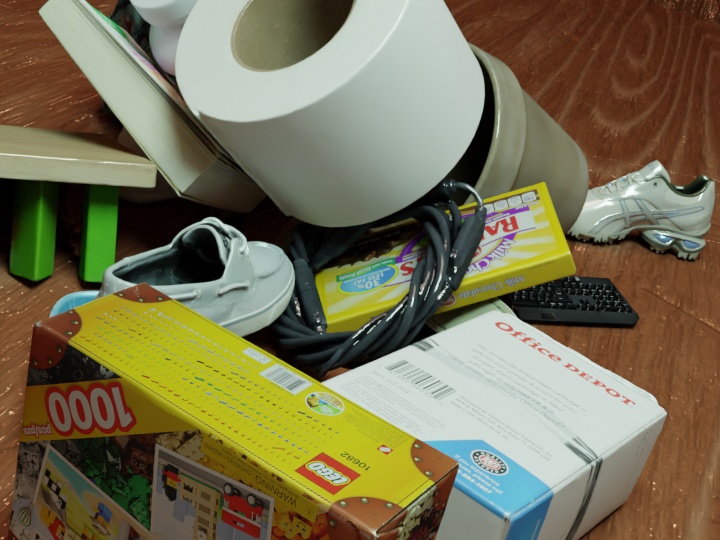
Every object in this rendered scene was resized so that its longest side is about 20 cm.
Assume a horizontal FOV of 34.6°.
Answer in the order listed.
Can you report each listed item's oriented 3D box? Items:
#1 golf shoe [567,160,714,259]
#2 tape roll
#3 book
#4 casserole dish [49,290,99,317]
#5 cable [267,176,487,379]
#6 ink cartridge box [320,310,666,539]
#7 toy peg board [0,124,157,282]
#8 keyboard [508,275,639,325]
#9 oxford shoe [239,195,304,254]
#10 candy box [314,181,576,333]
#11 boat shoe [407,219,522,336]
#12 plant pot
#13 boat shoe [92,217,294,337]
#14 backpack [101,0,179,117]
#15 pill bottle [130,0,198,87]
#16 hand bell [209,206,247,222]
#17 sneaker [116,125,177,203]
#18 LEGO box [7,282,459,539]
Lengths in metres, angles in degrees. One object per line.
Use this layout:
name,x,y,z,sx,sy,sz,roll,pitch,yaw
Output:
golf shoe,0.282,-0.078,1.231,0.199,0.097,0.078,7,27,-13
tape roll,-0.021,-0.153,0.886,0.203,0.203,0.139,39,-6,42
book,-0.169,-0.136,0.960,0.200,0.048,0.134,48,6,14
casserole dish,-0.145,0.074,0.744,0.121,0.039,0.200,8,25,-14
cable,0.000,0.000,0.868,0.163,0.051,0.200,2,45,29
ink cartridge box,0.078,0.112,0.728,0.146,0.086,0.200,31,28,30
toy peg board,-0.284,-0.057,0.907,0.200,0.098,0.199,3,11,-25
keyboard,0.152,0.007,1.047,0.200,0.040,0.104,4,27,-24
oxford shoe,-0.043,-0.050,1.027,0.070,0.075,0.200,-11,30,35
candy box,0.061,-0.007,0.909,0.200,0.026,0.102,-17,39,7
boat shoe,0.083,0.028,0.940,0.066,0.074,0.199,50,-2,-39
plant pot,0.118,-0.098,1.105,0.173,0.200,0.200,17,19,-38
boat shoe,-0.103,0.005,0.782,0.070,0.072,0.201,26,26,22
backpack,-0.175,-0.213,1.178,0.175,0.154,0.200,-7,-5,-35
pill bottle,-0.113,-0.191,1.010,0.112,0.112,0.200,39,-7,42
hand bell,-0.079,-0.096,1.105,0.104,0.104,0.200,24,37,20
sneaker,-0.153,-0.124,1.096,0.075,0.089,0.200,25,26,25
LEGO box,-0.069,0.119,0.557,0.200,0.149,0.077,26,27,25
